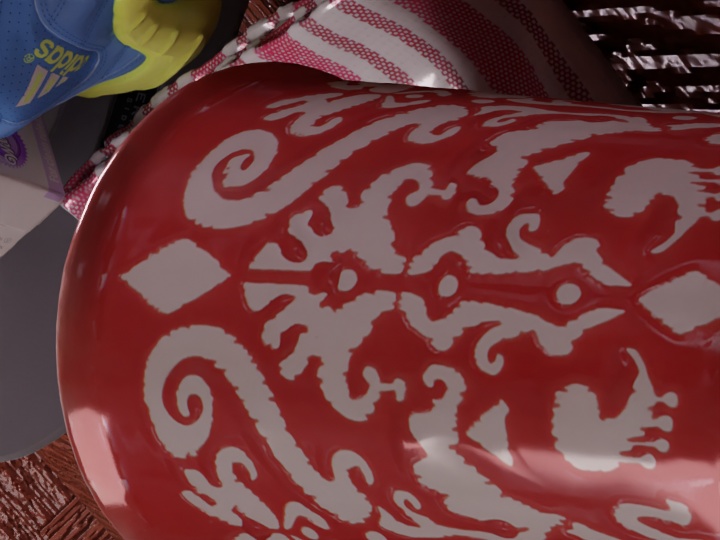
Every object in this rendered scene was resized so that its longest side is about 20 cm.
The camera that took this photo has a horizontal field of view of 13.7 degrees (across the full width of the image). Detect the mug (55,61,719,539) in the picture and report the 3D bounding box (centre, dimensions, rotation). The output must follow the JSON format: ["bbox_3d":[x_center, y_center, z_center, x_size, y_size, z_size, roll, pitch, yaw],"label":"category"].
[{"bbox_3d":[0.058,0.016,0.697,0.200,0.177,0.134,3,100,48],"label":"mug"}]

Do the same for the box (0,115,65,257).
[{"bbox_3d":[-0.137,-0.095,0.912,0.041,0.039,0.201,17,-136,-43],"label":"box"}]

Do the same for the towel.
[{"bbox_3d":[0.013,-0.007,0.828,0.146,0.030,0.200,48,142,-9],"label":"towel"}]

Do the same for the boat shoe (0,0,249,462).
[{"bbox_3d":[-0.092,-0.039,0.935,0.071,0.201,0.070,14,-167,-25],"label":"boat shoe"}]

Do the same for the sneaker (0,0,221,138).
[{"bbox_3d":[-0.081,-0.100,0.783,0.076,0.105,0.200,41,152,23],"label":"sneaker"}]
